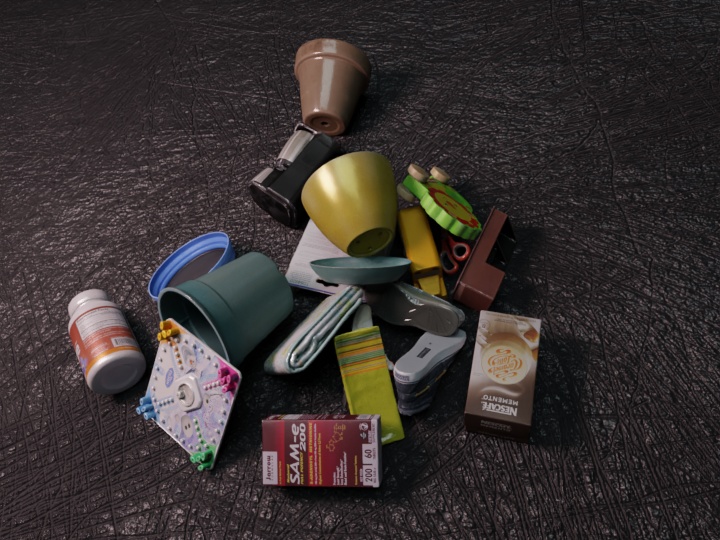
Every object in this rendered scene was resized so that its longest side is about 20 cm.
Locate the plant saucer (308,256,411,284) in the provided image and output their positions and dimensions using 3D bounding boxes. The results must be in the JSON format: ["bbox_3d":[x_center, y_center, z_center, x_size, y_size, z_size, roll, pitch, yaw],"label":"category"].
[{"bbox_3d":[0.000,0.000,1.134,0.196,0.200,0.037,0,97,9],"label":"plant saucer"}]

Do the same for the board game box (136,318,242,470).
[{"bbox_3d":[-0.312,0.220,1.062,0.198,0.026,0.203,30,109,27],"label":"board game box"}]

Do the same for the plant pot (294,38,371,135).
[{"bbox_3d":[-0.077,-0.442,1.490,0.196,0.201,0.178,4,72,12],"label":"plant pot"}]

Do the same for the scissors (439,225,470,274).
[{"bbox_3d":[0.176,-0.069,1.274,0.073,0.014,0.201,-45,38,18],"label":"scissors"}]

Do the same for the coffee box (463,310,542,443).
[{"bbox_3d":[0.252,0.183,1.048,0.112,0.080,0.203,7,56,14],"label":"coffee box"}]

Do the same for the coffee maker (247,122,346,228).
[{"bbox_3d":[-0.125,-0.206,1.343,0.190,0.136,0.202,21,64,29],"label":"coffee maker"}]

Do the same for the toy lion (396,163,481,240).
[{"bbox_3d":[0.178,-0.137,1.242,0.191,0.199,0.069,44,115,17],"label":"toy lion"}]

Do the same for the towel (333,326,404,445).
[{"bbox_3d":[0.015,0.204,1.044,0.084,0.018,0.204,-13,85,-6],"label":"towel"}]

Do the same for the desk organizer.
[{"bbox_3d":[0.256,-0.020,1.190,0.076,0.072,0.202,26,62,9],"label":"desk organizer"}]

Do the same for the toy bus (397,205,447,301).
[{"bbox_3d":[0.125,-0.029,1.219,0.064,0.079,0.203,-11,54,1],"label":"toy bus"}]

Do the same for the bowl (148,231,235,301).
[{"bbox_3d":[-0.351,-0.001,1.255,0.197,0.040,0.202,-21,34,15],"label":"bowl"}]

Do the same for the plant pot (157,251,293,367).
[{"bbox_3d":[-0.243,0.074,1.129,0.198,0.203,0.195,28,45,26],"label":"plant pot"}]

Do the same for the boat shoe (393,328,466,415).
[{"bbox_3d":[0.125,0.178,1.084,0.070,0.093,0.199,16,30,36],"label":"boat shoe"}]

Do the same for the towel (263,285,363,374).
[{"bbox_3d":[-0.087,0.116,1.106,0.048,0.171,0.200,47,66,-5],"label":"towel"}]

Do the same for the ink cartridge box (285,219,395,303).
[{"bbox_3d":[-0.043,-0.025,1.265,0.196,0.041,0.202,12,58,16],"label":"ink cartridge box"}]

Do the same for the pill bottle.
[{"bbox_3d":[-0.509,0.136,1.182,0.111,0.113,0.201,-31,56,-13],"label":"pill bottle"}]

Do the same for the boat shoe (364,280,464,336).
[{"bbox_3d":[0.101,0.067,1.142,0.199,0.076,0.064,16,15,24],"label":"boat shoe"}]

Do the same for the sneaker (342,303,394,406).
[{"bbox_3d":[0.020,0.161,1.116,0.091,0.071,0.203,8,57,0],"label":"sneaker"}]

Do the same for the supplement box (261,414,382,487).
[{"bbox_3d":[-0.063,0.300,1.002,0.196,0.061,0.111,-3,85,8],"label":"supplement box"}]

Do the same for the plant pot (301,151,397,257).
[{"bbox_3d":[-0.003,-0.114,1.186,0.197,0.201,0.144,-20,64,-6],"label":"plant pot"}]
